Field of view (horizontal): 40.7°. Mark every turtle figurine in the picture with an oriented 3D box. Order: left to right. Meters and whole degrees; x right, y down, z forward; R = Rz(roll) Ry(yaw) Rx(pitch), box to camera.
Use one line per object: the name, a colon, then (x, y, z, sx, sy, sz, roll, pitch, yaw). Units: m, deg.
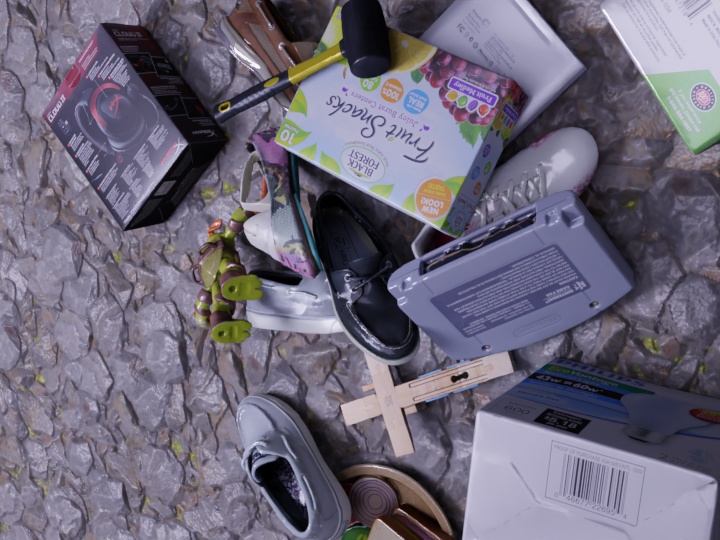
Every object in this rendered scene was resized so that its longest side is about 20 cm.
turtle figurine: (-0.143, -0.009, 1.038, 0.202, 0.064, 0.162, -59, 28, 19)

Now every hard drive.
hard drive: (0.095, -0.167, 0.912, 0.200, 0.025, 0.133, -43, 75, 21)

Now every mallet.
mallet: (-0.056, -0.173, 0.894, 0.198, 0.041, 0.067, -29, 65, 26)

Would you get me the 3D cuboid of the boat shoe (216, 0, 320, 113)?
boat shoe: (-0.060, -0.204, 0.988, 0.200, 0.076, 0.072, 45, 104, 3)

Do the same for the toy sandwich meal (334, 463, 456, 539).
toy sandwich meal: (0.021, 0.310, 1.043, 0.202, 0.070, 0.210, 7, 103, 30)

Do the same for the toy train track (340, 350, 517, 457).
toy train track: (0.071, 0.121, 1.003, 0.197, 0.032, 0.117, -22, 81, 27)

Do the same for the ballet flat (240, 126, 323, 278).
ballet flat: (-0.086, -0.066, 0.985, 0.070, 0.070, 0.202, -13, 52, -1)

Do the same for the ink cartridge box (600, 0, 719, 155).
ink cartridge box: (0.314, -0.209, 0.757, 0.199, 0.084, 0.147, -35, 82, 31)

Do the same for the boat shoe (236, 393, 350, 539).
boat shoe: (-0.088, 0.209, 1.057, 0.201, 0.071, 0.071, 47, 112, 34)

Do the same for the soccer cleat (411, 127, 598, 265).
soccer cleat: (0.131, -0.057, 0.895, 0.199, 0.086, 0.071, -38, 79, 30)

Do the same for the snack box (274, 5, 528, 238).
snack box: (0.033, -0.138, 0.889, 0.198, 0.053, 0.144, 29, 96, 28)

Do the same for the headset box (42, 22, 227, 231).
headset box: (-0.268, -0.173, 1.118, 0.149, 0.075, 0.201, -45, 76, 29)

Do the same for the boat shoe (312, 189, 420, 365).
boat shoe: (0.002, -0.001, 0.953, 0.067, 0.073, 0.201, 86, 166, -53)

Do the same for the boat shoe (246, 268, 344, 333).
boat shoe: (-0.044, 0.024, 1.026, 0.198, 0.070, 0.073, -1, 103, 33)

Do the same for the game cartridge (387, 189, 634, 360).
game cartridge: (0.140, 0.014, 0.890, 0.198, 0.041, 0.133, -25, 124, 30)

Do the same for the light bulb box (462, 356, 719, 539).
light bulb box: (0.216, 0.174, 0.824, 0.195, 0.199, 0.127, 13, 105, 28)
